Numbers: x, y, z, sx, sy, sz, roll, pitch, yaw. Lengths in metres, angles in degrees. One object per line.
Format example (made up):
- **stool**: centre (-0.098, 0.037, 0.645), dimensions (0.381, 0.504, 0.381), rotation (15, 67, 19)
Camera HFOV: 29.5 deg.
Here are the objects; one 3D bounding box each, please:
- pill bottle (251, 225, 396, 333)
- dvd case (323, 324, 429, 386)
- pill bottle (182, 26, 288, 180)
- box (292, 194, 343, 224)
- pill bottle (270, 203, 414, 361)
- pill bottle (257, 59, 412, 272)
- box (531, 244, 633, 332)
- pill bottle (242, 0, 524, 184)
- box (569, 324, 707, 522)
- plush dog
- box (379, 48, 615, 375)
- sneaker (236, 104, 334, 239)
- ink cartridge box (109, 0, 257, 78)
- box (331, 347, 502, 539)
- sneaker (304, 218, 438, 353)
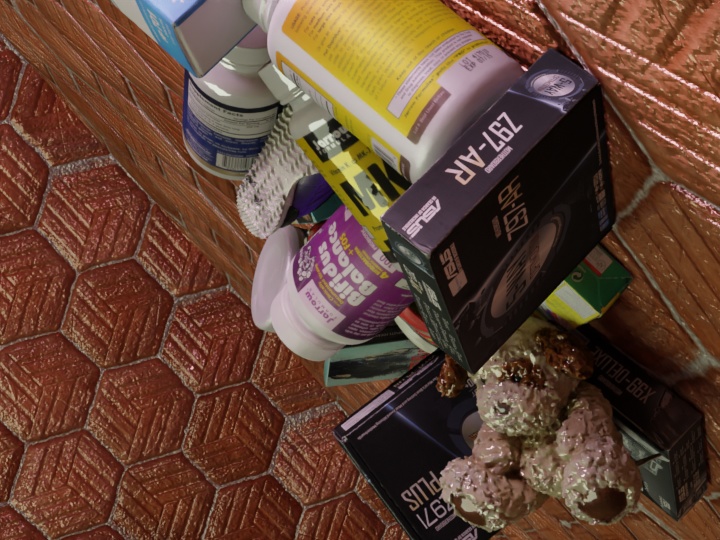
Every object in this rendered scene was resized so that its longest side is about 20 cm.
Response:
- **pill bottle**: centre (-0.011, 0.028, 1.535), dimensions (0.199, 0.120, 0.120), rotation (14, -179, -20)
- **dvd case**: centre (0.060, 0.087, 1.506), dimensions (0.146, 0.199, 0.022), rotation (101, 159, -69)
- **pill bottle**: centre (-0.109, -0.180, 1.276), dimensions (0.111, 0.111, 0.200), rotation (43, 154, 13)
- **box**: centre (-0.066, -0.095, 1.473), dimensions (0.083, 0.049, 0.200), rotation (64, 167, -7)
- **pill bottle**: centre (0.000, 0.000, 1.297), dimensions (0.112, 0.112, 0.200), rotation (45, 127, 0)
- **pill bottle**: centre (0.016, -0.107, 1.089), dimensions (0.200, 0.114, 0.114), rotation (51, 169, -11)
- **box**: centre (0.153, -0.002, 1.171), dimensions (0.117, 0.048, 0.200), rotation (44, 168, 2)
- **pill bottle**: centre (0.012, -0.152, 0.955), dimensions (0.200, 0.109, 0.109), rotation (42, 170, 19)
- **box**: centre (0.258, 0.146, 1.323), dimensions (0.158, 0.050, 0.200), rotation (41, 168, 29)
- **plush dog**: centre (0.159, 0.118, 1.199), dimensions (0.199, 0.160, 0.172), rotation (-12, 109, 43)
- **box**: centre (0.100, -0.033, 0.928), dimensions (0.043, 0.160, 0.200), rotation (40, 168, 27)
- **sneaker**: centre (-0.038, -0.112, 1.293), dimensions (0.070, 0.099, 0.200), rotation (57, 137, 11)
- **ink cartridge box**: centre (-0.143, -0.265, 1.020), dimensions (0.200, 0.146, 0.086), rotation (42, 171, 19)
- **box**: centre (0.100, 0.162, 1.316), dimensions (0.164, 0.200, 0.086), rotation (54, 174, -4)
- **sneaker**: centre (0.036, 0.005, 1.389), dimensions (0.200, 0.077, 0.085), rotation (34, 160, -1)
